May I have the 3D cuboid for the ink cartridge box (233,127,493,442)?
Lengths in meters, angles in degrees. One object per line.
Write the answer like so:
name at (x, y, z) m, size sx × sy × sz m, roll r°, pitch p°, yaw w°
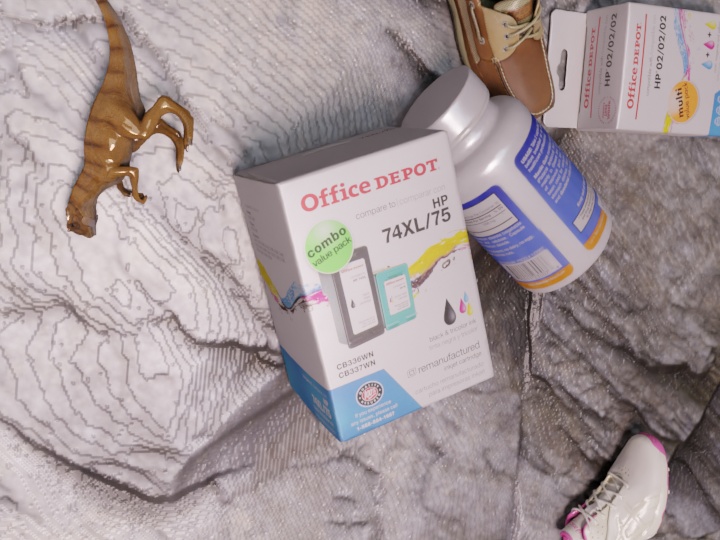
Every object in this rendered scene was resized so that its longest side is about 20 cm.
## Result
ink cartridge box at (0.000, 0.000, 0.620) m, size 0.143 × 0.146 × 0.206 m, roll -19°, pitch 106°, yaw -18°

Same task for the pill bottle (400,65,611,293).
pill bottle at (0.129, -0.083, 0.677) m, size 0.199 × 0.112 × 0.113 m, roll 42°, pitch 84°, yaw -22°

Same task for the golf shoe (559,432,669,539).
golf shoe at (0.275, 0.274, 0.825) m, size 0.089 × 0.075 × 0.205 m, roll 18°, pitch 92°, yaw -20°

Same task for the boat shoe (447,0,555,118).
boat shoe at (0.124, -0.228, 0.667) m, size 0.075 × 0.074 × 0.202 m, roll -36°, pitch 111°, yaw -11°

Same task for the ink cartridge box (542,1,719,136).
ink cartridge box at (0.283, -0.196, 0.742) m, size 0.194 × 0.068 × 0.119 m, roll -2°, pitch 100°, yaw -21°

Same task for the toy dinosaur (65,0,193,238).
toy dinosaur at (-0.182, -0.121, 0.572) m, size 0.103 × 0.060 × 0.206 m, roll 9°, pitch 96°, yaw -21°
